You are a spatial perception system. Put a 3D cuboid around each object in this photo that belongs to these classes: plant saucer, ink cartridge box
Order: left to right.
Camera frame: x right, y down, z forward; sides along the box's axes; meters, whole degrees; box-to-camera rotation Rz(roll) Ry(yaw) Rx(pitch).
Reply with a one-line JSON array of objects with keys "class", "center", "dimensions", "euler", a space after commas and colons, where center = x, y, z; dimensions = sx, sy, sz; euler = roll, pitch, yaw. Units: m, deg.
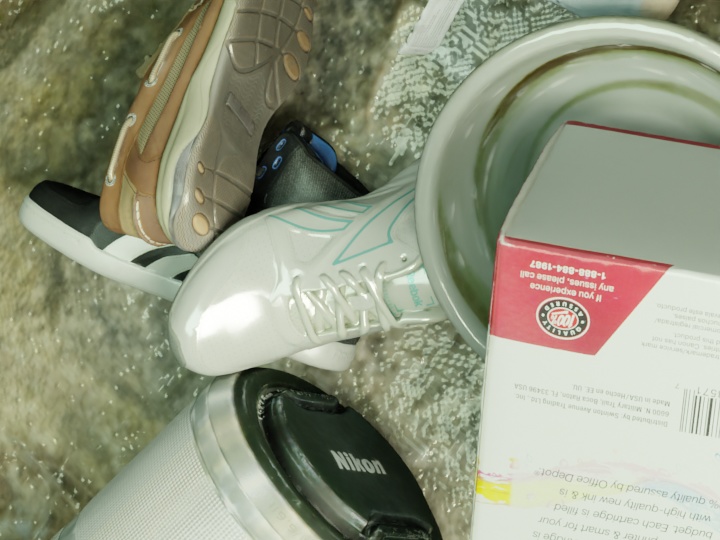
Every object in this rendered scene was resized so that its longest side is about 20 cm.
[{"class": "plant saucer", "center": [0.127, -0.028, 1.387], "dimensions": [0.199, 0.050, 0.201], "euler": [6, 113, 14]}, {"class": "ink cartridge box", "center": [0.135, 0.060, 1.312], "dimensions": [0.144, 0.145, 0.201], "euler": [10, 115, 11]}]

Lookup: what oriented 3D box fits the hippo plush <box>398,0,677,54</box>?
[{"class": "hippo plush", "center": [0.092, -0.206, 1.396], "dimensions": [0.159, 0.161, 0.200], "euler": [33, 128, -20]}]

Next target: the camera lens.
[{"class": "camera lens", "center": [-0.068, 0.160, 1.479], "dimensions": [0.200, 0.160, 0.160], "euler": [-44, 72, 18]}]

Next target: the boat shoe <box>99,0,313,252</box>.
[{"class": "boat shoe", "center": [-0.081, -0.098, 1.501], "dimensions": [0.071, 0.076, 0.201], "euler": [0, 50, 29]}]

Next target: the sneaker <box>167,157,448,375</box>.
[{"class": "sneaker", "center": [0.000, 0.000, 1.443], "dimensions": [0.199, 0.071, 0.080], "euler": [-25, 32, -11]}]

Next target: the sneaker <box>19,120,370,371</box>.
[{"class": "sneaker", "center": [-0.074, -0.035, 1.542], "dimensions": [0.199, 0.073, 0.112], "euler": [23, 96, 16]}]
